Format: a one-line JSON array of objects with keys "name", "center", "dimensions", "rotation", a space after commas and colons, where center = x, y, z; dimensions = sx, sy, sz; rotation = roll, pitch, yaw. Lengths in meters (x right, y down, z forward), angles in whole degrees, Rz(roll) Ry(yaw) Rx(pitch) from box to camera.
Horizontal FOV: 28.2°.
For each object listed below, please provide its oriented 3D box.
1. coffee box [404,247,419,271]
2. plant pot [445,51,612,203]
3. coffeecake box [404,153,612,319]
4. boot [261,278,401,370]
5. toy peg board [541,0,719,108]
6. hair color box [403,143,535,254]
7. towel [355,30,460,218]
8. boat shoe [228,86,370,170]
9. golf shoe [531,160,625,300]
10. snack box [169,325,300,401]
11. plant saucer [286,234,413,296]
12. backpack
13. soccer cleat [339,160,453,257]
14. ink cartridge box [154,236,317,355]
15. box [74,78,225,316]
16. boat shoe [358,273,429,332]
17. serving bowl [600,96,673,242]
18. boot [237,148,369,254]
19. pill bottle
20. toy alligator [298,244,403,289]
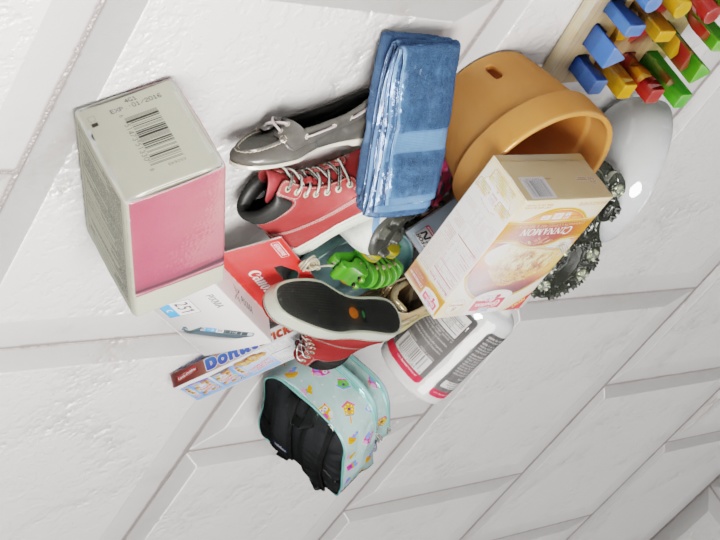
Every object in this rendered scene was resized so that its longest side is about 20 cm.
[{"name": "coffee box", "center": [0.104, 0.046, 2.011], "dimensions": [0.114, 0.080, 0.200], "rotation": [-19, 149, -21]}, {"name": "plant pot", "center": [0.177, -0.161, 1.692], "dimensions": [0.199, 0.140, 0.201], "rotation": [-24, 151, -15]}, {"name": "coffeecake box", "center": [0.168, -0.040, 1.650], "dimensions": [0.153, 0.073, 0.200], "rotation": [-6, 143, -42]}, {"name": "boot", "center": [-0.067, 0.075, 1.754], "dimensions": [0.199, 0.073, 0.144], "rotation": [14, 146, -41]}, {"name": "toy peg board", "center": [0.355, -0.282, 1.728], "dimensions": [0.198, 0.098, 0.200], "rotation": [-10, 144, -37]}, {"name": "hair color box", "center": [0.152, -0.086, 1.828], "dimensions": [0.199, 0.061, 0.099], "rotation": [-35, -175, 3]}, {"name": "towel", "center": [0.055, -0.158, 1.573], "dimensions": [0.111, 0.048, 0.201], "rotation": [-7, 113, -41]}, {"name": "boat shoe", "center": [-0.057, -0.157, 1.551], "dimensions": [0.199, 0.067, 0.057], "rotation": [-17, 120, -33]}, {"name": "golf shoe", "center": [0.266, -0.055, 1.812], "dimensions": [0.077, 0.088, 0.201], "rotation": [12, 119, -27]}, {"name": "snack box", "center": [-0.147, 0.116, 1.879], "dimensions": [0.199, 0.024, 0.072], "rotation": [-25, 155, 12]}, {"name": "plant saucer", "center": [-0.025, 0.006, 1.862], "dimensions": [0.199, 0.036, 0.200], "rotation": [-26, 151, -15]}, {"name": "backpack", "center": [-0.048, 0.193, 1.995], "dimensions": [0.153, 0.176, 0.200], "rotation": [-42, 157, -19]}, {"name": "soccer cleat", "center": [0.044, -0.096, 1.748], "dimensions": [0.200, 0.086, 0.070], "rotation": [-43, 154, -36]}, {"name": "ink cartridge box", "center": [-0.144, 0.035, 1.714], "dimensions": [0.175, 0.045, 0.200], "rotation": [-13, 155, 12]}, {"name": "box", "center": [-0.209, -0.071, 1.448], "dimensions": [0.108, 0.128, 0.200], "rotation": [-23, 152, -20]}, {"name": "boat shoe", "center": [0.053, 0.034, 1.833], "dimensions": [0.199, 0.072, 0.064], "rotation": [-20, 157, 31]}, {"name": "serving bowl", "center": [0.324, -0.141, 1.867], "dimensions": [0.065, 0.201, 0.200], "rotation": [22, 130, -12]}, {"name": "boot", "center": [-0.038, -0.103, 1.626], "dimensions": [0.199, 0.073, 0.144], "rotation": [-34, 151, 10]}, {"name": "pill bottle", "center": [0.130, 0.071, 1.878], "dimensions": [0.200, 0.111, 0.111], "rotation": [-46, 150, 16]}, {"name": "toy alligator", "center": [0.000, 0.000, 1.746], "dimensions": [0.059, 0.054, 0.200], "rotation": [-44, 162, 32]}]
